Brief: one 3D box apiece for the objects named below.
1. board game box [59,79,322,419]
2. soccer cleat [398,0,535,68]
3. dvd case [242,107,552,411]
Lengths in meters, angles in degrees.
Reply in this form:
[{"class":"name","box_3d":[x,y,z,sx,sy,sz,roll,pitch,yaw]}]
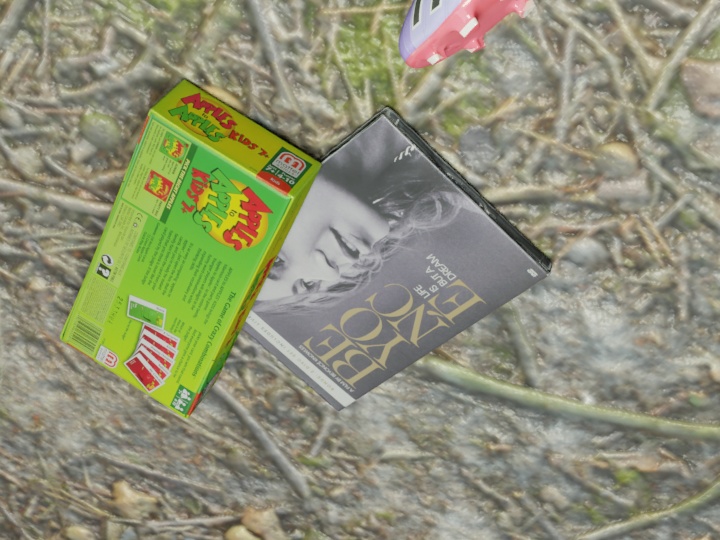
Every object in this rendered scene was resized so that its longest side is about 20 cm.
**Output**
[{"class":"board game box","box_3d":[-0.111,-0.010,1.024,0.101,0.048,0.201,31,127,3]},{"class":"soccer cleat","box_3d":[0.074,-0.186,0.849,0.077,0.067,0.200,54,135,12]},{"class":"dvd case","box_3d":[0.000,0.000,1.037,0.149,0.016,0.200,42,127,-18]}]
